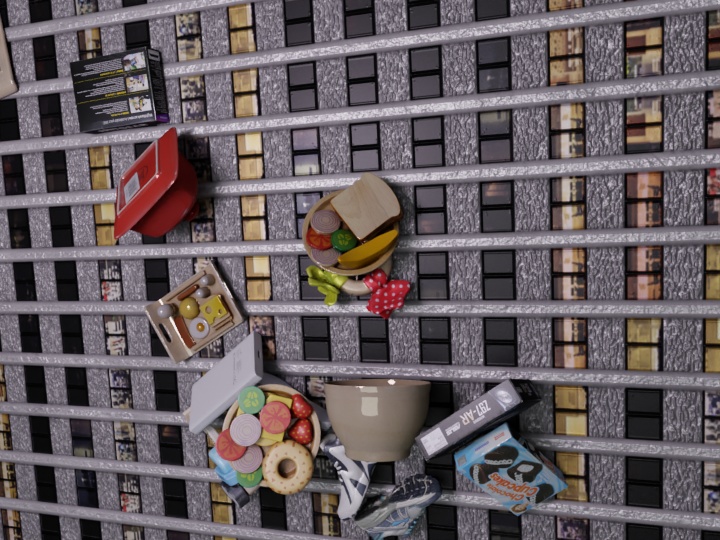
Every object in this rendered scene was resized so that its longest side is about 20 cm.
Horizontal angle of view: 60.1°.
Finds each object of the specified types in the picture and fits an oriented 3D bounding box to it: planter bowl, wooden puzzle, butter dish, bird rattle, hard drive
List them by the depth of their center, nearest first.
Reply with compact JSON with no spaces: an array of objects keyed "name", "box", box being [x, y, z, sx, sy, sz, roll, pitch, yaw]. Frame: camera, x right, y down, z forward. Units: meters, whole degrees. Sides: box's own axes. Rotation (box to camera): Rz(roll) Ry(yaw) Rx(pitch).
[{"name":"planter bowl","box":[0.032,0.273,1.139,0.198,0.200,0.136,-3,83,17]},{"name":"bird rattle","box":[0.000,0.000,1.187,0.198,0.113,0.165,6,82,13]},{"name":"butter dish","box":[-0.396,-0.152,1.273,0.199,0.148,0.201,-39,43,17]},{"name":"hard drive","box":[-0.278,0.231,1.289,0.200,0.132,0.026,-41,122,18]},{"name":"wooden puzzle","box":[-0.893,-0.487,1.432,0.183,0.046,0.202,-14,92,18]}]

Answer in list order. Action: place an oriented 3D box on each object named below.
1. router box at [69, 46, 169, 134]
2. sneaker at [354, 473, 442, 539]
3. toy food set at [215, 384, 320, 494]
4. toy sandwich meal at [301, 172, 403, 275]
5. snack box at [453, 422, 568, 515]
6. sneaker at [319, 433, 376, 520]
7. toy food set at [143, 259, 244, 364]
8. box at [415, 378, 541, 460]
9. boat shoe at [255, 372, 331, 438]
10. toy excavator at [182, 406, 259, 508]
[{"name":"router box","box":[-0.513,-0.379,1.323,0.198,0.051,0.151,-3,97,18]},{"name":"sneaker","box":[0.088,0.476,1.235,0.199,0.078,0.087,-34,98,25]},{"name":"toy food set","box":[-0.176,0.322,1.206,0.196,0.049,0.202,14,83,-3]},{"name":"toy sandwich meal","box":[-0.013,-0.086,1.154,0.203,0.070,0.207,-1,64,3]},{"name":"snack box","box":[0.272,0.361,1.118,0.116,0.037,0.200,-38,120,18]},{"name":"sneaker","box":[-0.036,0.386,1.243,0.129,0.079,0.201,23,102,7]},{"name":"toy food set","box":[-0.354,0.090,1.324,0.199,0.060,0.144,-32,86,19]},{"name":"box","box":[0.212,0.263,1.107,0.199,0.160,0.044,-37,66,17]},{"name":"boat shoe","box":[-0.152,0.283,1.283,0.199,0.072,0.068,31,103,4]},{"name":"toy excavator","box":[-0.284,0.369,1.301,0.100,0.194,0.201,-36,99,-25]}]
